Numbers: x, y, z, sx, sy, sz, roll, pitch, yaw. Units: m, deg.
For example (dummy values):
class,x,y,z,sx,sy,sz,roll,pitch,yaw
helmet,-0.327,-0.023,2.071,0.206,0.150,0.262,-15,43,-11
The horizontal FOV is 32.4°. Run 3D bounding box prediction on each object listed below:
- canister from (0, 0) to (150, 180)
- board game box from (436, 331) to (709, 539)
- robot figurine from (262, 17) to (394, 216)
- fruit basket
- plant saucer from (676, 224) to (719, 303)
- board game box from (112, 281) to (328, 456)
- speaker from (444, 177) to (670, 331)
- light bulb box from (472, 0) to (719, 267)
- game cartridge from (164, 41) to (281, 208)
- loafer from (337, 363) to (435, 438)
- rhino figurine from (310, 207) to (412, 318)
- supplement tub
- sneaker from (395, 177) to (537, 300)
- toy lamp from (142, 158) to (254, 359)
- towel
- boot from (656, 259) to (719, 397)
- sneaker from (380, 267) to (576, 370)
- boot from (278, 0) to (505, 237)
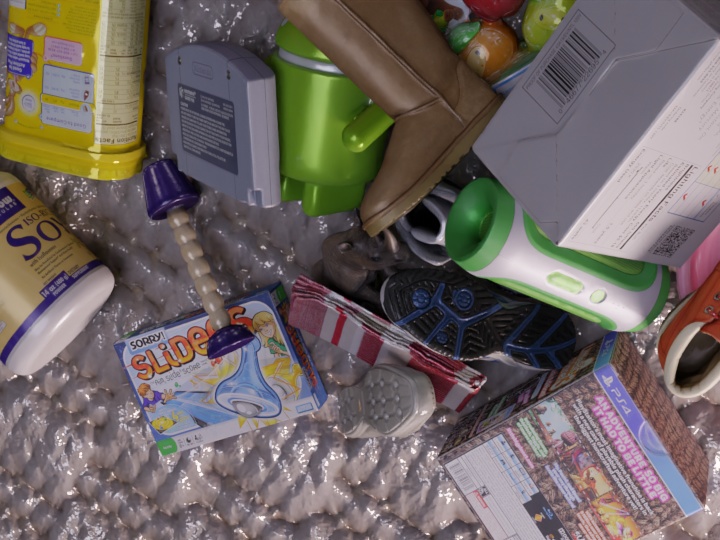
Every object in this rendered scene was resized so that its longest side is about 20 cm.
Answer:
class,x,y,z,sx,sy,sz,roll,pitch,yaw
canister,-0.278,-0.205,1.216,0.146,0.087,0.203,13,110,15
board game box,0.202,0.180,1.174,0.199,0.097,0.161,-32,96,24
robot figurine,-0.028,-0.155,1.131,0.175,0.115,0.203,30,119,42
fruit basket,0.124,-0.218,1.059,0.184,0.094,0.201,-28,117,24
plant saucer,0.378,-0.002,1.082,0.197,0.051,0.204,6,110,17
board game box,-0.148,0.105,1.300,0.198,0.034,0.137,-19,101,22
speaker,0.171,-0.011,1.061,0.198,0.089,0.089,21,118,-28
light bulb box,0.234,-0.121,0.995,0.199,0.198,0.125,-53,54,24
game cartridge,-0.129,-0.143,1.151,0.199,0.041,0.135,28,120,56
loafer,0.034,0.124,1.176,0.069,0.200,0.071,-3,83,-18
rhino figurine,0.000,0.000,1.157,0.087,0.060,0.200,32,157,2
supplement tub,-0.368,-0.008,1.276,0.200,0.145,0.146,44,115,0
sneaker,0.110,-0.025,1.124,0.198,0.115,0.076,29,103,8
toy lamp,-0.165,-0.015,1.238,0.058,0.058,0.202,-27,83,24
towel,0.019,0.076,1.184,0.198,0.144,0.023,28,74,4
boot,0.319,0.022,1.025,0.075,0.107,0.201,35,113,6
sneaker,0.099,0.050,1.134,0.198,0.077,0.077,20,80,-25
boot,0.006,-0.153,1.029,0.200,0.066,0.175,46,73,0
